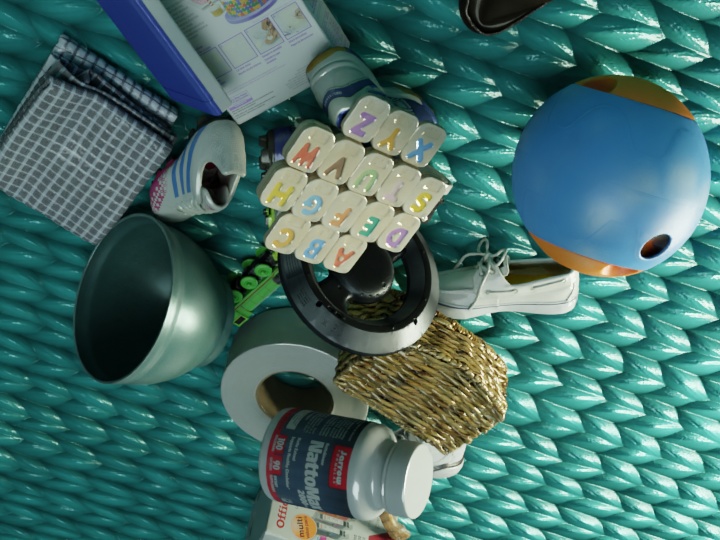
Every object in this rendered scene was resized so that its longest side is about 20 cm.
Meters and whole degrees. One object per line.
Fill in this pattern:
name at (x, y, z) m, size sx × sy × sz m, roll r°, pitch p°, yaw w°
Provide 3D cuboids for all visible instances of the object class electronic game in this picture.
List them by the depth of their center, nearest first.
electronic game at (0.000, 0.000, 1.213) m, size 0.198 × 0.203 × 0.042 m, roll 26°, pitch 146°, yaw -14°

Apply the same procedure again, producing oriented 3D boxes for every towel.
towel at (-0.316, -0.137, 1.226) m, size 0.164 × 0.086 × 0.200 m, roll 33°, pitch 126°, yaw -20°

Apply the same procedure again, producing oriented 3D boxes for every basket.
basket at (0.084, 0.096, 1.316) m, size 0.199 × 0.150 × 0.142 m, roll 34°, pitch 130°, yaw -19°

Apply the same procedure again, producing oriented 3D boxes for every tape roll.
tape roll at (-0.083, 0.147, 1.439) m, size 0.198 × 0.071 × 0.205 m, roll 4°, pitch 130°, yaw 4°

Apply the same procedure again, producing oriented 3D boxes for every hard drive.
hard drive at (-0.218, -0.249, 1.098) m, size 0.025 × 0.131 × 0.201 m, roll -44°, pitch 124°, yaw -13°

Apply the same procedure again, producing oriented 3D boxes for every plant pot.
plant pot at (-0.237, 0.047, 1.317) m, size 0.199 × 0.203 × 0.133 m, roll -35°, pitch 145°, yaw 31°

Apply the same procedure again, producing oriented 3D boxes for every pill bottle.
pill bottle at (-0.016, 0.244, 1.352) m, size 0.197 × 0.120 × 0.121 m, roll 5°, pitch 133°, yaw 27°

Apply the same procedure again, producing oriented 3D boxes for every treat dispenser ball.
treat dispenser ball at (0.253, -0.096, 1.104) m, size 0.197 × 0.203 × 0.203 m, roll 4°, pitch 130°, yaw 4°

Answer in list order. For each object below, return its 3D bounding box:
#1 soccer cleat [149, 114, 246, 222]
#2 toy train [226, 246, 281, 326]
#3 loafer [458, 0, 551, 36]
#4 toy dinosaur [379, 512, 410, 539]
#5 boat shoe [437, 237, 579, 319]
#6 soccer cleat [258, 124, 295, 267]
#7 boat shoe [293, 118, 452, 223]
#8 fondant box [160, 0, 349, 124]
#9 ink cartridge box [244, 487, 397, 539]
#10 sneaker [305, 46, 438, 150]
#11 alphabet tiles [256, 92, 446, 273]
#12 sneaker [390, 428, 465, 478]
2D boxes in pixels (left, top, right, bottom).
soccer cleat at (-0.184, -0.090, 1.218) m, size 0.069 × 0.088 × 0.200 m, roll -4°, pitch 155°, yaw -32°
toy train at (-0.158, 0.039, 1.381) m, size 0.056 × 0.042 × 0.199 m, roll 31°, pitch 128°, yaw -30°
loafer at (0.172, -0.292, 1.038) m, size 0.073 × 0.072 × 0.199 m, roll 39°, pitch 124°, yaw -23°
toy dinosaur at (0.011, 0.294, 1.543) m, size 0.106 × 0.060 × 0.200 m, roll -41°, pitch 80°, yaw -7°
boat shoe at (0.161, 0.005, 1.284) m, size 0.198 × 0.075 × 0.087 m, roll 2°, pitch 131°, yaw 4°
soccer cleat at (-0.072, -0.078, 1.257) m, size 0.082 × 0.065 × 0.202 m, roll -6°, pitch 133°, yaw -6°
boat shoe at (0.008, -0.108, 1.196) m, size 0.197 × 0.074 × 0.061 m, roll 19°, pitch 110°, yaw -29°
fondant box at (-0.121, -0.267, 1.109) m, size 0.142 × 0.059 × 0.201 m, roll -22°, pitch 124°, yaw 24°
ink cartridge box at (-0.062, 0.391, 1.589) m, size 0.197 × 0.147 × 0.146 m, roll 20°, pitch 130°, yaw -10°
sneaker at (0.019, -0.149, 1.130) m, size 0.075 × 0.089 × 0.199 m, roll -36°, pitch 145°, yaw 26°
alphabet tiles at (-0.005, -0.081, 1.100) m, size 0.198 × 0.015 × 0.196 m, roll 18°, pitch 120°, yaw -39°
sneaker at (0.064, 0.223, 1.458) m, size 0.197 × 0.076 × 0.116 m, roll 1°, pitch 129°, yaw -26°
